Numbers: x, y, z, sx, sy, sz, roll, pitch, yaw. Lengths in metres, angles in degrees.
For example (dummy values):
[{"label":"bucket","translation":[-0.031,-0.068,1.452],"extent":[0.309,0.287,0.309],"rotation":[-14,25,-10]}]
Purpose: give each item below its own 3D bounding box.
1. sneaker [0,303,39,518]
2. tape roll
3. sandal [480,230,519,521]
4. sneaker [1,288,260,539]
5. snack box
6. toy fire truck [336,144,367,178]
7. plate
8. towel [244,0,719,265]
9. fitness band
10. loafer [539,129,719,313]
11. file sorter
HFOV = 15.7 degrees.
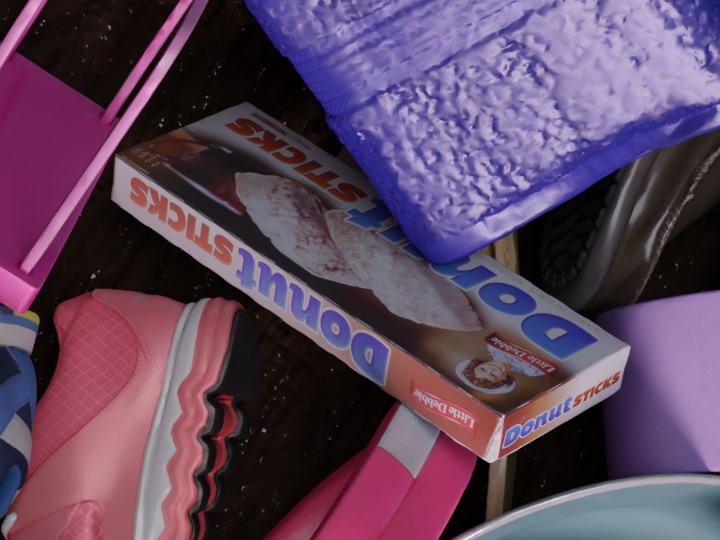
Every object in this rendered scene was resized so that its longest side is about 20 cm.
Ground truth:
[{"label":"sneaker","translation":[-0.159,0.050,0.878],"extent":[0.074,0.200,0.083],"rotation":[-1,86,17]},{"label":"tape roll","translation":[0.190,0.041,0.983],"extent":[0.199,0.200,0.066],"rotation":[-2,85,-15]},{"label":"sandal","translation":[0.033,0.002,1.026],"extent":[0.069,0.078,0.213],"rotation":[5,76,6]},{"label":"sneaker","translation":[-0.102,0.101,0.981],"extent":[0.086,0.074,0.201],"rotation":[14,83,13]},{"label":"snack box","translation":[0.000,0.000,0.957],"extent":[0.200,0.024,0.072],"rotation":[34,40,32]},{"label":"toy fire truck","translation":[0.038,-0.126,0.988],"extent":[0.128,0.176,0.201],"rotation":[-14,102,-17]},{"label":"plate","translation":[0.074,0.136,0.971],"extent":[0.199,0.201,0.026],"rotation":[-10,48,-15]},{"label":"towel","translation":[0.032,-0.112,0.893],"extent":[0.147,0.050,0.200],"rotation":[-27,111,24]},{"label":"fitness band","translation":[-0.022,0.117,0.920],"extent":[0.037,0.144,0.200],"rotation":[40,31,-2]},{"label":"loafer","translation":[0.141,-0.059,1.042],"extent":[0.071,0.073,0.201],"rotation":[35,71,-12]},{"label":"file sorter","translation":[-0.157,-0.113,0.920],"extent":[0.199,0.139,0.126],"rotation":[33,118,-9]}]
